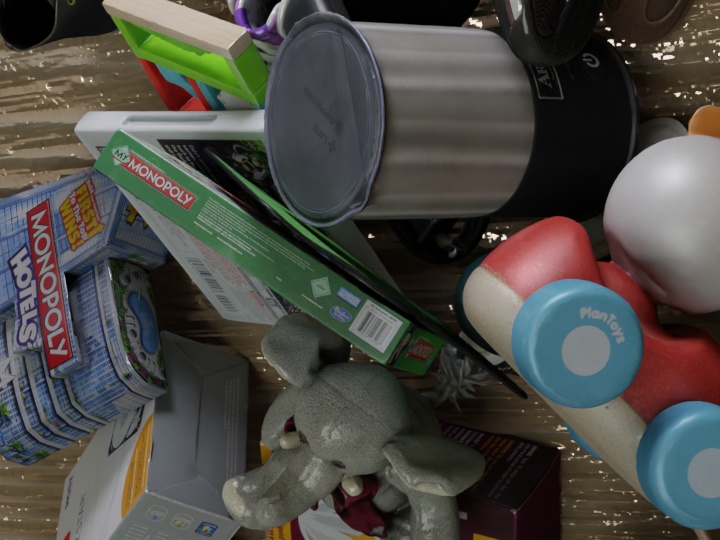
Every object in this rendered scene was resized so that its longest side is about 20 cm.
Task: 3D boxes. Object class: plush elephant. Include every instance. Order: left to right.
[{"bbox_3d":[-0.006,0.114,0.967,0.165,0.155,0.200,39,97,25],"label":"plush elephant"}]

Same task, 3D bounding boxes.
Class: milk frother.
[{"bbox_3d":[0.026,-0.068,0.921,0.181,0.187,0.201,51,131,41],"label":"milk frother"}]

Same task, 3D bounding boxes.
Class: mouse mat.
[{"bbox_3d":[0.000,0.000,0.893,0.200,0.161,0.008,35,92,-22],"label":"mouse mat"}]

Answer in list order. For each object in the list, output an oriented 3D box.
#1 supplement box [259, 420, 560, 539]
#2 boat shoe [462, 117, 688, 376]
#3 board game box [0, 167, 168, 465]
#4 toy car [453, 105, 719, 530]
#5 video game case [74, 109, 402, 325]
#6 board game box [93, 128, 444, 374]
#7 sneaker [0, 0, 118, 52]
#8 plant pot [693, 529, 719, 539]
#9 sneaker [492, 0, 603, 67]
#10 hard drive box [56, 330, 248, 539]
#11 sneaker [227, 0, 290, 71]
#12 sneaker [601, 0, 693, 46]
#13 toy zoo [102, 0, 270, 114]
[{"bbox_3d":[0.035,0.170,1.095,0.199,0.086,0.111,11,118,26],"label":"supplement box"},{"bbox_3d":[0.146,-0.008,0.960,0.060,0.074,0.200,25,115,-31],"label":"boat shoe"},{"bbox_3d":[-0.209,0.012,1.133,0.199,0.062,0.201,-30,59,29],"label":"board game box"},{"bbox_3d":[0.175,0.007,0.831,0.177,0.184,0.200,44,90,-9],"label":"toy car"},{"bbox_3d":[-0.075,-0.030,1.033,0.181,0.023,0.200,5,142,41],"label":"video game case"},{"bbox_3d":[-0.048,-0.008,0.898,0.200,0.135,0.029,34,92,13],"label":"board game box"},{"bbox_3d":[-0.163,-0.223,1.010,0.075,0.106,0.200,38,126,9],"label":"sneaker"},{"bbox_3d":[0.296,0.110,0.908,0.200,0.093,0.202,13,118,26],"label":"plant pot"},{"bbox_3d":[0.074,-0.200,0.881,0.115,0.075,0.201,-15,70,47],"label":"sneaker"},{"bbox_3d":[-0.161,0.172,1.161,0.076,0.156,0.200,21,129,-20],"label":"hard drive box"},{"bbox_3d":[-0.052,-0.142,0.980,0.072,0.114,0.201,18,122,20],"label":"sneaker"},{"bbox_3d":[0.160,-0.213,0.843,0.070,0.076,0.201,21,121,21],"label":"sneaker"},{"bbox_3d":[-0.080,-0.093,1.013,0.131,0.020,0.200,26,156,40],"label":"toy zoo"}]
